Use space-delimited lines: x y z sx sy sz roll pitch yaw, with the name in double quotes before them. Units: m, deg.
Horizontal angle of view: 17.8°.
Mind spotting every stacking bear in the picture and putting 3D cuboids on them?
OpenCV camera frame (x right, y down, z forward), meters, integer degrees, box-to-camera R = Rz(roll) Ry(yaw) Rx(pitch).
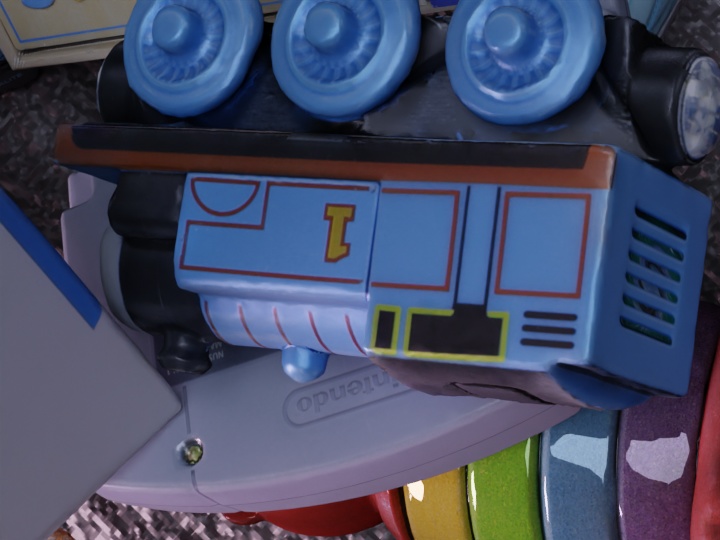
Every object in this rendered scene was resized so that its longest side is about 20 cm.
"stacking bear" 0.046 0.053 0.742 0.199 0.114 0.122 3 67 24

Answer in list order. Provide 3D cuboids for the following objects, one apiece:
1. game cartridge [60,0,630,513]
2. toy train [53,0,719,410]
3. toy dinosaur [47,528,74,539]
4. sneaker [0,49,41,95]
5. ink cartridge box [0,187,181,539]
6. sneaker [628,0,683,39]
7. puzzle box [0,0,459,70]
"game cartridge" 0.000 0.000 0.706 0.199 0.041 0.134 -18 68 23
"toy train" 0.005 -0.024 0.643 0.199 0.087 0.115 4 80 30
"toy dinosaur" -0.067 0.170 0.746 0.136 0.102 0.201 -53 33 42
"sneaker" -0.089 -0.122 0.790 0.199 0.082 0.073 -34 79 8
"ink cartridge box" -0.163 -0.020 0.687 0.084 0.146 0.200 -43 59 -6
"sneaker" 0.089 -0.127 0.750 0.073 0.082 0.201 20 93 11
"puzzle box" -0.046 -0.129 0.687 0.199 0.026 0.134 -6 129 26
